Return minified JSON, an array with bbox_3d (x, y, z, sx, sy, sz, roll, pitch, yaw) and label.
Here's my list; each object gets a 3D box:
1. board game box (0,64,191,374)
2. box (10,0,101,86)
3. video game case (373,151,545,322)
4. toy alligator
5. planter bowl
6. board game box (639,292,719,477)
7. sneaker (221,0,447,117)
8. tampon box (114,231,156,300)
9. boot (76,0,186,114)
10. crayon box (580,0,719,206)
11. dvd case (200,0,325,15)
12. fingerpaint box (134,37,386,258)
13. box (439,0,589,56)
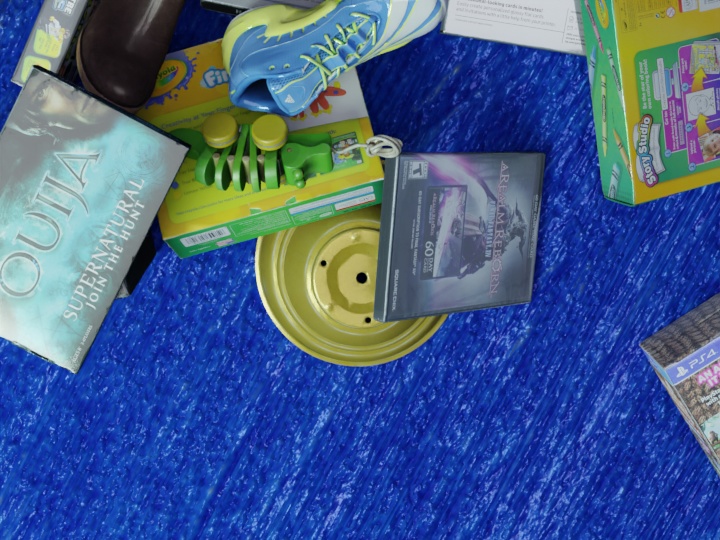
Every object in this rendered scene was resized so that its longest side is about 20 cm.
[{"bbox_3d":[-0.235,-0.038,1.002,0.134,0.028,0.201,27,98,-8],"label":"board game box"},{"bbox_3d":[-0.238,-0.251,1.125,0.034,0.110,0.201,25,98,-6],"label":"box"},{"bbox_3d":[0.092,-0.034,1.158,0.199,0.019,0.144,-5,104,-43],"label":"video game case"},{"bbox_3d":[-0.066,-0.088,1.059,0.198,0.060,0.055,4,57,6],"label":"toy alligator"},{"bbox_3d":[0.000,0.000,1.192,0.198,0.083,0.203,0,100,-2],"label":"planter bowl"},{"bbox_3d":[0.388,0.119,1.220,0.159,0.097,0.201,-32,100,4],"label":"board game box"},{"bbox_3d":[-0.023,-0.174,1.054,0.198,0.106,0.076,-11,143,24],"label":"sneaker"},{"bbox_3d":[-0.271,-0.041,1.116,0.148,0.200,0.128,-13,100,-1],"label":"tampon box"},{"bbox_3d":[-0.167,-0.242,1.067,0.072,0.201,0.166,22,135,-22],"label":"boot"},{"bbox_3d":[0.270,-0.170,1.159,0.118,0.058,0.202,-15,107,-17],"label":"crayon box"},{"bbox_3d":[-0.049,-0.309,1.128,0.149,0.025,0.202,10,78,-4],"label":"dvd case"},{"bbox_3d":[-0.090,-0.121,1.145,0.198,0.073,0.168,-16,76,1],"label":"fingerpaint box"},{"bbox_3d":[0.163,-0.302,1.165,0.154,0.041,0.202,9,99,-4],"label":"box"}]
